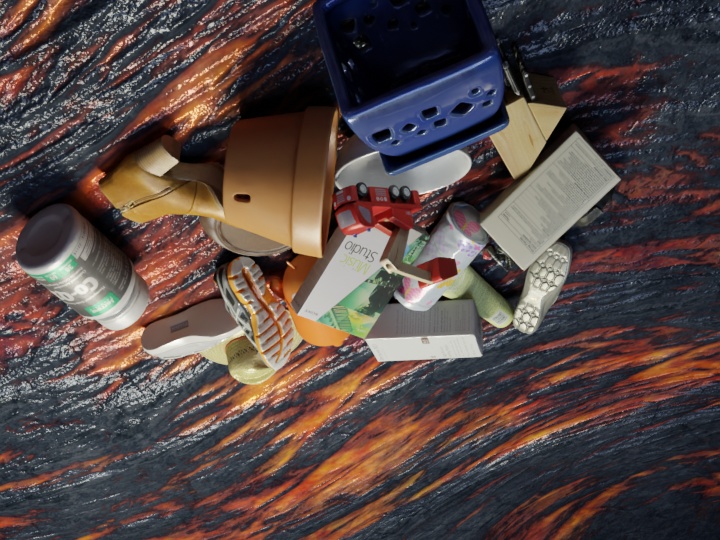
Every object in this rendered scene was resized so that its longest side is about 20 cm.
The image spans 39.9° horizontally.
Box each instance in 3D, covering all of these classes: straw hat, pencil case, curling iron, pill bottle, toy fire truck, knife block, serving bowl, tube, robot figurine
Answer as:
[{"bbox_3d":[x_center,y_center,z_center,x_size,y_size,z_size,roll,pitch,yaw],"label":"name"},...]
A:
[{"bbox_3d":[-0.190,0.153,1.755,0.196,0.086,0.203,-8,143,-6],"label":"straw hat"},{"bbox_3d":[0.130,-0.021,1.624,0.082,0.092,0.200,4,141,-36],"label":"pencil case"},{"bbox_3d":[0.214,-0.024,1.605,0.026,0.050,0.200,-46,-178,1],"label":"curling iron"},{"bbox_3d":[-0.405,0.000,1.467,0.111,0.115,0.200,-22,143,13],"label":"pill bottle"},{"bbox_3d":[0.050,-0.048,1.431,0.197,0.144,0.048,0,165,-45],"label":"toy fire truck"},{"bbox_3d":[0.190,-0.226,1.396,0.172,0.065,0.201,4,141,-20],"label":"knife block"},{"bbox_3d":[0.057,-0.167,1.407,0.195,0.067,0.200,-6,165,-1],"label":"serving bowl"},{"bbox_3d":[0.206,0.041,1.762,0.051,0.059,0.199,-21,145,31],"label":"tube"},{"bbox_3d":[-0.067,0.045,1.628,0.116,0.144,0.202,-35,147,-15],"label":"robot figurine"}]

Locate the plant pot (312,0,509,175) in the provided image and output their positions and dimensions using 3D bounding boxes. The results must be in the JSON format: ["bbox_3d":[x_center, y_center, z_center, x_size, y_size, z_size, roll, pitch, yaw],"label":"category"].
[{"bbox_3d":[0.073,-0.248,1.226,0.196,0.203,0.180,-21,148,11],"label":"plant pot"}]

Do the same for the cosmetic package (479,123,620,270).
[{"bbox_3d":[0.283,-0.110,1.493,0.105,0.071,0.200,45,107,-6],"label":"cosmetic package"}]

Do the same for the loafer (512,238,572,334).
[{"bbox_3d":[0.326,0.022,1.767,0.069,0.070,0.202,30,128,11],"label":"loafer"}]

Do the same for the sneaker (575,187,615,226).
[{"bbox_3d":[0.315,-0.096,1.590,0.199,0.078,0.111,-38,128,20],"label":"sneaker"}]

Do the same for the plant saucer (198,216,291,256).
[{"bbox_3d":[-0.147,-0.083,1.508,0.196,0.033,0.202,-9,144,-7],"label":"plant saucer"}]

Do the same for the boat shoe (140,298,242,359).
[{"bbox_3d":[-0.274,0.108,1.686,0.197,0.073,0.069,-22,149,10],"label":"boat shoe"}]

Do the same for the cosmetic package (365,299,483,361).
[{"bbox_3d":[0.113,0.108,1.755,0.195,0.075,0.102,-6,151,15],"label":"cosmetic package"}]

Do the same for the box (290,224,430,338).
[{"bbox_3d":[0.000,0.000,1.521,0.143,0.036,0.202,20,111,-37],"label":"box"}]

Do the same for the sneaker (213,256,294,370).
[{"bbox_3d":[-0.173,0.070,1.612,0.076,0.078,0.203,-5,113,44],"label":"sneaker"}]

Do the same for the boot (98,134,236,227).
[{"bbox_3d":[-0.261,-0.101,1.416,0.143,0.072,0.200,-29,129,31],"label":"boot"}]

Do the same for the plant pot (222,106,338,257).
[{"bbox_3d":[-0.108,-0.127,1.344,0.137,0.203,0.202,7,142,1],"label":"plant pot"}]
